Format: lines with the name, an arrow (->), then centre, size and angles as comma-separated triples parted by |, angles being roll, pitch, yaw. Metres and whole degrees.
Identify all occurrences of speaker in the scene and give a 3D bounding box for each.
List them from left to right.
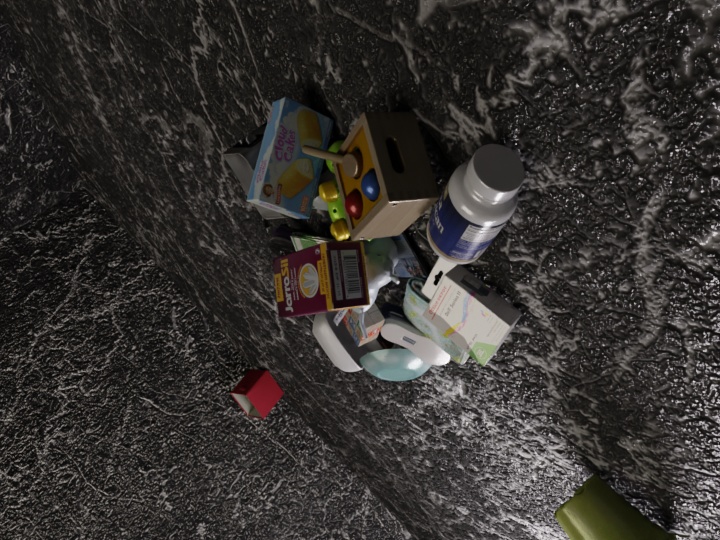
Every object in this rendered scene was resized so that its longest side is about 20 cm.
speaker -> 0.029, 0.167, 1.549 | 0.202, 0.081, 0.081 | 54, 154, -11

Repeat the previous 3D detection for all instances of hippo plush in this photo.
hippo plush -> 0.000, 0.000, 1.213 | 0.157, 0.203, 0.161 | 26, 146, -5

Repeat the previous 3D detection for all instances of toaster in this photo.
toaster -> -0.164, -0.215, 1.198 | 0.118, 0.180, 0.202 | 9, 135, 58

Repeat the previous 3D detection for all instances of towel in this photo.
towel -> -0.071, -0.028, 1.428 | 0.195, 0.024, 0.154 | 9, 140, 21
towel -> 0.175, 0.115, 1.263 | 0.199, 0.048, 0.172 | 41, 158, 17

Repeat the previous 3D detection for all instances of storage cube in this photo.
storage cube -> -0.548, 0.654, 3.014 | 0.169, 0.180, 0.202 | -7, 123, 47

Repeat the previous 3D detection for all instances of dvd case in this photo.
dvd case -> 0.066, -0.066, 1.235 | 0.141, 0.017, 0.202 | 0, 126, 57

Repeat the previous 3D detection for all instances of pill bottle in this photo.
pill bottle -> 0.180, -0.103, 0.891 | 0.111, 0.111, 0.201 | 42, 154, 11

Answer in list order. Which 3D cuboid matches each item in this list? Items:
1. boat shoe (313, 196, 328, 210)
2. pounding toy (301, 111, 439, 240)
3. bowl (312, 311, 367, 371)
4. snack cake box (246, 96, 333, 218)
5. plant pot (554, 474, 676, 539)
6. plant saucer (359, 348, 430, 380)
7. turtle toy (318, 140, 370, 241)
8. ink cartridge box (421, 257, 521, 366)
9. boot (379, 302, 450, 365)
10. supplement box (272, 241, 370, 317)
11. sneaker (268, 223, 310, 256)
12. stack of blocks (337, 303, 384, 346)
boat shoe -> -0.131, -0.172, 1.339 | 0.199, 0.071, 0.071 | 26, 148, 39
pounding toy -> 0.009, -0.171, 0.975 | 0.184, 0.139, 0.205 | -41, 61, 59
bowl -> -0.060, 0.169, 1.562 | 0.074, 0.201, 0.202 | -26, 108, 19
snack cake box -> -0.137, -0.216, 1.105 | 0.113, 0.205, 0.067 | 17, 175, -33
plant pot -> 0.520, 0.551, 1.200 | 0.185, 0.198, 0.202 | 47, 157, 26
plant saucer -> 0.094, 0.253, 1.470 | 0.195, 0.040, 0.202 | 2, 153, 1
turtle toy -> -0.013, -0.157, 1.115 | 0.101, 0.142, 0.205 | -154, 46, -80
ink cartridge box -> 0.200, 0.074, 1.114 | 0.199, 0.067, 0.119 | 39, 128, 19
boot -> 0.135, 0.151, 1.385 | 0.198, 0.091, 0.073 | 32, 120, -16
supplement box -> -0.084, 0.020, 1.161 | 0.198, 0.102, 0.135 | -14, 83, 49
sneaker -> -0.139, -0.071, 1.510 | 0.196, 0.089, 0.076 | 22, 141, -2
stack of blocks -> -0.021, 0.061, 1.342 | 0.202, 0.058, 0.116 | 58, 153, 24
